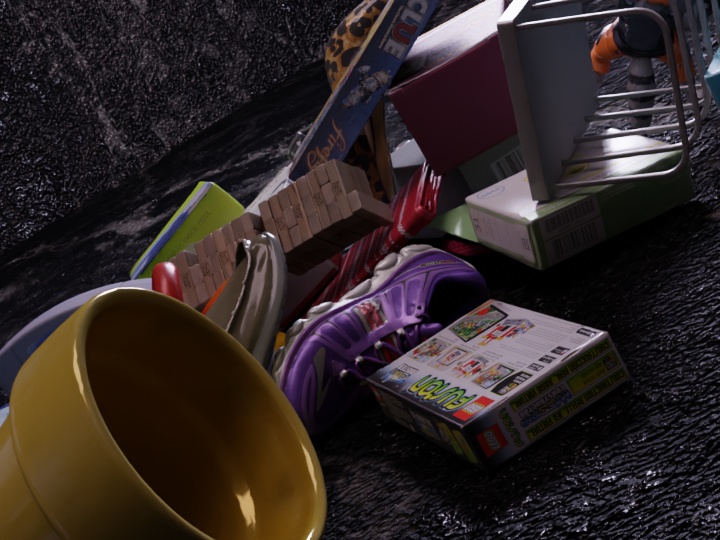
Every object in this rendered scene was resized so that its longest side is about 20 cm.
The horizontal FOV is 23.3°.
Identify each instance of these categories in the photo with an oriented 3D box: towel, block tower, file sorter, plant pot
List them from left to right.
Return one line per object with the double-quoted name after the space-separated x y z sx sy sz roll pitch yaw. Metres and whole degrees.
-0.153 0.143 1.054 0.189 0.201 0.201 -40 8 23 "plant pot"
-0.072 -0.022 1.448 0.200 0.058 0.054 -28 -23 24 "block tower"
0.000 0.000 1.479 0.200 0.022 0.145 -49 7 19 "towel"
0.196 -0.161 1.323 0.124 0.139 0.200 -5 24 23 "file sorter"

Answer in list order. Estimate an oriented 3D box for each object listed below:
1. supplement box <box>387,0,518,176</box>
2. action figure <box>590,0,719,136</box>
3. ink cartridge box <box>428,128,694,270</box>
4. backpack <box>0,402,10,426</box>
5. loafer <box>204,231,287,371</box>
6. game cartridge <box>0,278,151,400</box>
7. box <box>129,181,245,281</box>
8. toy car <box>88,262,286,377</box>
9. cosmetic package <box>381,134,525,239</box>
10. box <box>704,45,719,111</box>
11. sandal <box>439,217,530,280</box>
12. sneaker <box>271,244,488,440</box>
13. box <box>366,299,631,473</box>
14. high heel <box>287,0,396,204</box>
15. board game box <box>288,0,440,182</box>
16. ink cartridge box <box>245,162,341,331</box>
0.096 -0.166 1.525 0.110 0.086 0.200 -28 14 13 "supplement box"
0.274 -0.205 1.501 0.199 0.194 0.105 10 53 11 "action figure"
0.147 -0.065 1.380 0.145 0.048 0.200 -25 23 -18 "ink cartridge box"
-0.319 0.181 1.299 0.200 0.147 0.183 -34 12 5 "backpack"
-0.100 0.060 1.266 0.075 0.069 0.200 119 164 -65 "loafer"
-0.226 0.086 1.533 0.200 0.133 0.042 -24 21 25 "game cartridge"
-0.166 -0.025 1.650 0.122 0.048 0.200 -52 8 -3 "box"
-0.157 0.076 1.378 0.200 0.150 0.175 -31 13 -6 "toy car"
0.099 -0.088 1.611 0.107 0.090 0.200 -34 11 -18 "cosmetic package"
0.322 -0.155 1.374 0.049 0.082 0.200 -21 16 27 "box"
0.106 -0.023 1.421 0.200 0.045 0.075 -16 20 46 "sandal"
0.015 0.051 1.280 0.200 0.081 0.083 -43 37 -25 "sneaker"
0.084 0.070 1.133 0.110 0.035 0.200 -32 13 -11 "box"
0.022 -0.155 1.604 0.143 0.071 0.200 37 107 41 "high heel"
0.005 -0.165 1.507 0.200 0.035 0.136 -58 5 11 "board game box"
-0.088 -0.004 1.608 0.147 0.083 0.200 -46 9 14 "ink cartridge box"
